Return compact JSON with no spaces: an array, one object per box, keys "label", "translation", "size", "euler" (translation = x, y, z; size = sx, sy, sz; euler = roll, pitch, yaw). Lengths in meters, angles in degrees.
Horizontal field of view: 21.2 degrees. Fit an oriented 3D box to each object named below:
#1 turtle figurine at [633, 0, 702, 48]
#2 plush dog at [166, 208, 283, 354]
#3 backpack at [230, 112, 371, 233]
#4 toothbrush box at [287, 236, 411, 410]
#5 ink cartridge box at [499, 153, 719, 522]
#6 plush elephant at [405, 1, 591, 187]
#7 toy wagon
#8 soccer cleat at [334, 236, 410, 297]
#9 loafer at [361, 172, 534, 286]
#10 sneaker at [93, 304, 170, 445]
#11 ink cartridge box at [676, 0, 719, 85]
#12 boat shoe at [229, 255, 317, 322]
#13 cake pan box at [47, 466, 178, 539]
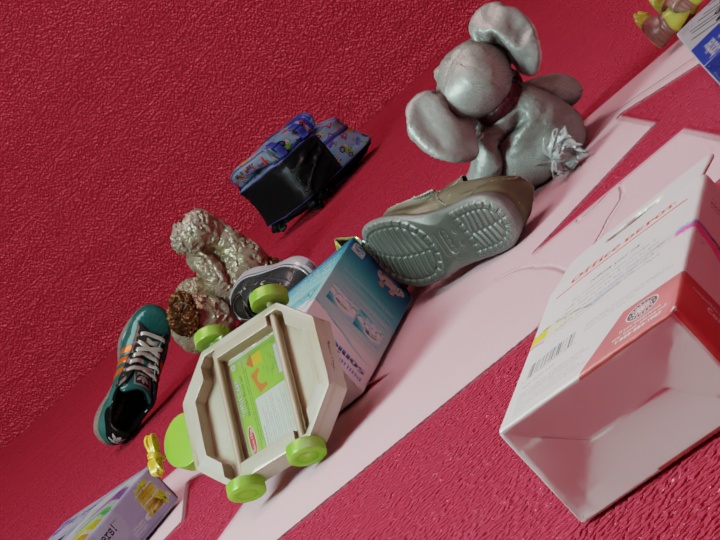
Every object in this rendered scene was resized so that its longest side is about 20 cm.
[{"label":"turtle figurine","translation":[0.329,-0.283,1.777],"size":[0.161,0.064,0.200],"euler":[-47,12,40]},{"label":"plush dog","translation":[-0.194,0.036,2.616],"size":[0.172,0.160,0.200],"euler":[-59,-18,-11]},{"label":"backpack","translation":[-0.087,-0.180,3.135],"size":[0.200,0.135,0.183],"euler":[-45,8,-31]},{"label":"toothbrush box","translation":[-0.051,0.077,1.710],"size":[0.146,0.085,0.200],"euler":[-40,10,26]},{"label":"ink cartridge box","translation":[0.151,0.028,0.991],"size":[0.116,0.067,0.200],"euler":[-39,10,29]},{"label":"plush elephant","translation":[0.121,-0.147,1.762],"size":[0.165,0.155,0.200],"euler":[-45,7,-8]},{"label":"toy wagon","translation":[-0.097,0.111,1.579],"size":[0.200,0.040,0.155],"euler":[-34,55,30]},{"label":"soccer cleat","translation":[0.001,-0.001,1.863],"size":[0.065,0.084,0.200],"euler":[-47,8,-21]},{"label":"loafer","translation":[0.082,-0.039,1.697],"size":[0.200,0.075,0.070],"euler":[-11,24,49]},{"label":"sneaker","translation":[-0.293,0.139,2.568],"size":[0.080,0.071,0.200],"euler":[-10,60,64]},{"label":"ink cartridge box","translation":[0.300,-0.187,1.476],"size":[0.094,0.044,0.200],"euler":[-44,8,12]},{"label":"boat shoe","translation":[-0.116,0.032,2.368],"size":[0.057,0.069,0.200],"euler":[-49,11,-31]},{"label":"cake pan box","translation":[-0.286,0.294,1.882],"size":[0.200,0.052,0.184],"euler":[-35,9,49]}]
